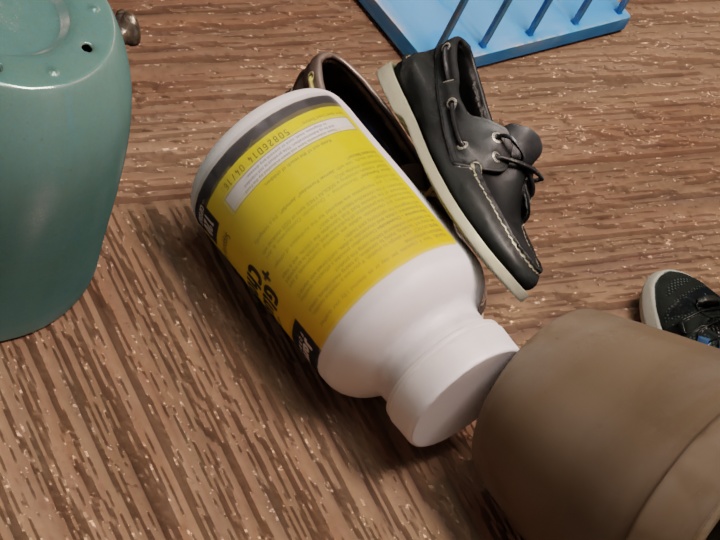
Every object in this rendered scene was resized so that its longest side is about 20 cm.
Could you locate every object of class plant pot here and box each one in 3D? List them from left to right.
[{"bbox_3d":[-0.214,-0.088,1.322,0.200,0.161,0.201,16,43,-15],"label":"plant pot"},{"bbox_3d":[0.160,0.113,1.330,0.200,0.201,0.173,-21,46,-41],"label":"plant pot"}]

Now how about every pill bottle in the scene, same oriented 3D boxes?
[{"bbox_3d":[0.000,0.000,1.389,0.112,0.112,0.200,-20,61,-40],"label":"pill bottle"}]

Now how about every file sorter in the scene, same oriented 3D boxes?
[{"bbox_3d":[0.099,-0.237,1.667,0.200,0.123,0.139,-17,60,-40],"label":"file sorter"}]

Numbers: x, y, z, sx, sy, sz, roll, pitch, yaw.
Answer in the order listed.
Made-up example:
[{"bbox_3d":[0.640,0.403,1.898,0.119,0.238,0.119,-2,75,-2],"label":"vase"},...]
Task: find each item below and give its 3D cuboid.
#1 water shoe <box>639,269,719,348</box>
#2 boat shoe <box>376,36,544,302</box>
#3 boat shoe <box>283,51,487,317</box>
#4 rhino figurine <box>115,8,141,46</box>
[{"bbox_3d":[0.246,0.063,1.487,0.071,0.079,0.200,-9,54,-35],"label":"water shoe"},{"bbox_3d":[0.073,-0.066,1.418,0.075,0.066,0.200,51,10,-41],"label":"boat shoe"},{"bbox_3d":[0.017,-0.047,1.483,0.072,0.060,0.200,-12,56,-38],"label":"boat shoe"},{"bbox_3d":[-0.230,-0.180,1.478,0.200,0.060,0.087,43,48,19],"label":"rhino figurine"}]
